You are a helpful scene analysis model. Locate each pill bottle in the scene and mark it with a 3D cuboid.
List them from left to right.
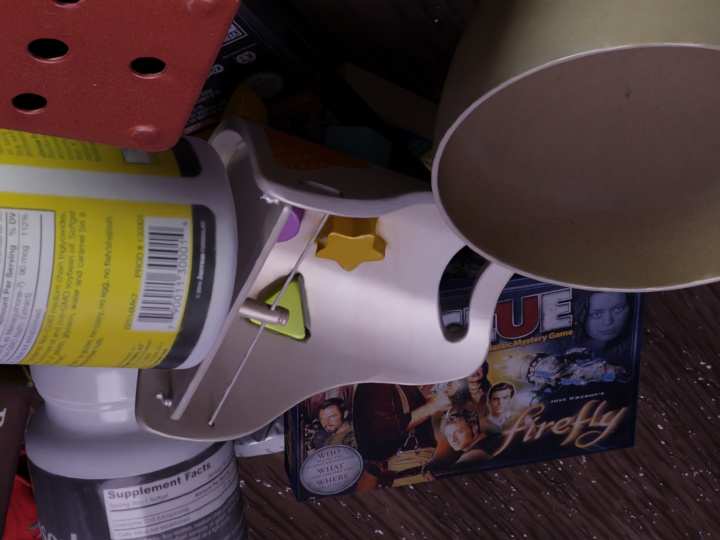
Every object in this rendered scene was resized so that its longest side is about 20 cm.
[{"bbox_3d":[-0.168,-0.013,1.396,0.200,0.115,0.114,3,148,-24],"label":"pill bottle"},{"bbox_3d":[-0.124,0.123,1.655,0.116,0.116,0.200,-5,113,7],"label":"pill bottle"}]

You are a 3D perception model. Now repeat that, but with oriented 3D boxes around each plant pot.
[{"bbox_3d":[-0.126,-0.164,1.248,0.199,0.177,0.200,9,151,-14],"label":"plant pot"},{"bbox_3d":[0.131,-0.100,1.402,0.200,0.135,0.200,-1,148,0],"label":"plant pot"}]

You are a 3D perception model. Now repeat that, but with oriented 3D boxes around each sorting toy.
[{"bbox_3d":[0.000,0.000,1.497,0.180,0.107,0.200,12,139,-18],"label":"sorting toy"}]

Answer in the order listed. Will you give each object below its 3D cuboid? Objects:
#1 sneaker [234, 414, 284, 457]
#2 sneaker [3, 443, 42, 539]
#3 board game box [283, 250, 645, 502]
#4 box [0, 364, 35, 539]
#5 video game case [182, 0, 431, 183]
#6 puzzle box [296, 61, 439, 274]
[{"bbox_3d":[-0.029,0.085,1.742,0.199,0.078,0.099,-5,150,8],"label":"sneaker"},{"bbox_3d":[-0.229,0.132,1.644,0.077,0.085,0.200,15,-170,21],"label":"sneaker"},{"bbox_3d":[0.057,0.052,1.648,0.199,0.035,0.136,-9,127,-11],"label":"board game box"},{"bbox_3d":[-0.290,0.083,1.458,0.200,0.164,0.166,0,120,-28],"label":"box"},{"bbox_3d":[-0.092,-0.062,1.526,0.200,0.026,0.181,-20,132,30],"label":"video game case"},{"bbox_3d":[-0.017,-0.033,1.604,0.133,0.025,0.200,22,141,-32],"label":"puzzle box"}]
